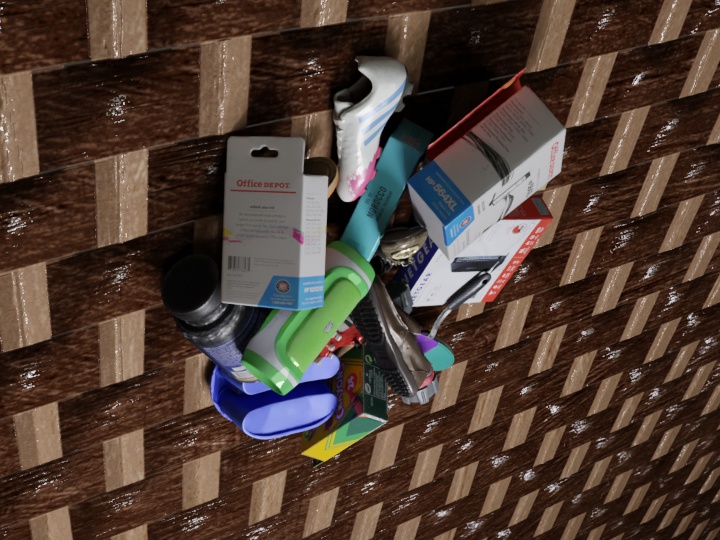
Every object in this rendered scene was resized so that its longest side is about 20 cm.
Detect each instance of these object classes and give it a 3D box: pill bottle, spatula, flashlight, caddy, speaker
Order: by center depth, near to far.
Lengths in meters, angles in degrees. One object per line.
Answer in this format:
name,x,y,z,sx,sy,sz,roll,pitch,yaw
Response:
speaker,-0.067,0.060,1.306,0.201,0.088,0.089,-52,147,-16
pill bottle,-0.178,0.063,1.334,0.111,0.112,0.200,-37,144,0
caddy,-0.124,0.164,1.496,0.198,0.105,0.143,-8,114,-29
flashlight,0.070,0.107,1.512,0.068,0.067,0.202,-60,144,-50
spatula,0.129,0.071,1.546,0.056,0.021,0.200,27,115,-37

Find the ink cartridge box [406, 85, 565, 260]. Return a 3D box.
ink cartridge box,0.164,-0.123,1.300,0.199,0.085,0.146,-38,162,-4

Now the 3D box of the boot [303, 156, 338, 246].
boot,-0.072,-0.057,1.335,0.199,0.074,0.154,-39,145,18

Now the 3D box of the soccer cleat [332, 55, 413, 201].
soccer cleat,-0.008,-0.181,1.268,0.085,0.070,0.202,9,122,-26

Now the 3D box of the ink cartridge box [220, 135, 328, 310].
ink cartridge box,-0.103,-0.059,1.218,0.068,0.114,0.203,-5,99,-64

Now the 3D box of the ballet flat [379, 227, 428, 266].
ballet flat,0.058,-0.029,1.360,0.066,0.047,0.200,-12,180,-2

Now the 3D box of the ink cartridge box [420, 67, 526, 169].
ink cartridge box,0.156,-0.181,1.324,0.160,0.050,0.200,-40,180,-1

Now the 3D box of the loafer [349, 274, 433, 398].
loafer,0.043,0.083,1.429,0.071,0.073,0.202,-37,117,-29

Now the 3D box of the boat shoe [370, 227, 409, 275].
boat shoe,0.000,0.000,1.462,0.198,0.057,0.067,-23,141,-19

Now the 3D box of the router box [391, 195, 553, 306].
router box,0.163,-0.028,1.500,0.177,0.049,0.201,-3,143,-30

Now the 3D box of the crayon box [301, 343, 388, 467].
crayon box,-0.035,0.211,1.559,0.050,0.128,0.200,22,138,-28

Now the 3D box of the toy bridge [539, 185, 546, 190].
toy bridge,0.212,-0.146,1.512,0.198,0.027,0.068,-11,135,-31

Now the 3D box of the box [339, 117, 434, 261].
box,0.030,-0.099,1.357,0.201,0.049,0.082,-63,178,30

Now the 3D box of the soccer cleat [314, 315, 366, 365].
soccer cleat,-0.053,0.080,1.447,0.199,0.085,0.069,-12,134,-57

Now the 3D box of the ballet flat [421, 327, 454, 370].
ballet flat,0.070,0.110,1.622,0.198,0.069,0.068,17,122,-38
